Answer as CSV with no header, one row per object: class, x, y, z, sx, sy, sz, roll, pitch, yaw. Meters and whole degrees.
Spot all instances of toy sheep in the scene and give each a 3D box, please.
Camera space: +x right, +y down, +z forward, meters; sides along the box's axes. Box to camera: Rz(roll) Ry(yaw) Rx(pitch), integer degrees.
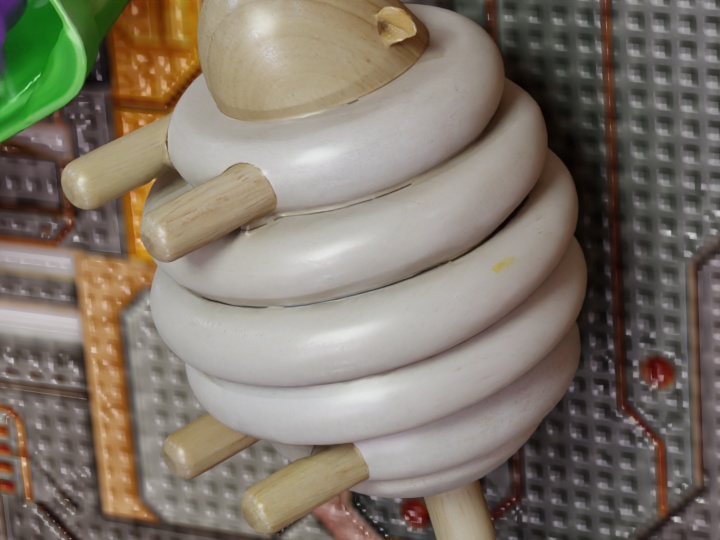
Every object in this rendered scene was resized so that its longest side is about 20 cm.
toy sheep,0.000,0.000,0.834,0.138,0.138,0.200,1,124,27

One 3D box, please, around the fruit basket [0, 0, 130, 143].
fruit basket,-0.183,-0.105,0.841,0.155,0.216,0.216,-27,98,34
